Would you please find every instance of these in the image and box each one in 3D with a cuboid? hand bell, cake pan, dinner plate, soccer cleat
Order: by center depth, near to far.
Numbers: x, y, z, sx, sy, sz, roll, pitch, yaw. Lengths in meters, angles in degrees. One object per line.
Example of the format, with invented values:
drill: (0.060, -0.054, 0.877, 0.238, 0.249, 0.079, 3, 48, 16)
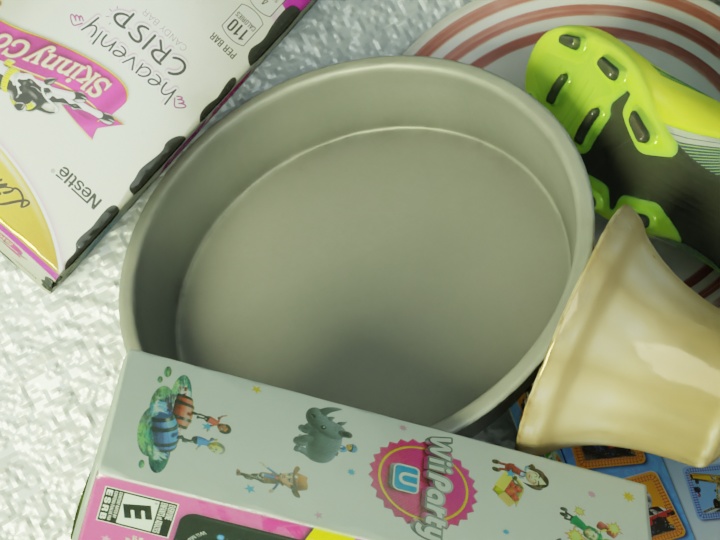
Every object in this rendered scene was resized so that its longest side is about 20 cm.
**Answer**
hand bell: (0.168, 0.061, 0.665, 0.199, 0.104, 0.104, 23, 76, 12)
cake pan: (0.000, 0.000, 0.740, 0.199, 0.037, 0.201, -10, 54, 13)
soccer cleat: (0.147, -0.039, 0.746, 0.083, 0.200, 0.065, -5, 125, -43)
dinner plate: (0.098, -0.047, 0.796, 0.199, 0.024, 0.201, -3, 57, 5)

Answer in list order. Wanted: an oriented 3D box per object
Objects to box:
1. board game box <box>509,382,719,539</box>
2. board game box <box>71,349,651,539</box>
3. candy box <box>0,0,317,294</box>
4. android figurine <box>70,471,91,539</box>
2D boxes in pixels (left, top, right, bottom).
board game box: (0.153, 0.089, 0.770, 0.150, 0.037, 0.201, -7, 59, -19)
board game box: (-0.010, 0.125, 0.672, 0.199, 0.148, 0.064, 14, 39, -8)
candy box: (-0.114, -0.110, 0.770, 0.136, 0.061, 0.200, 41, 75, -5)
android figurine: (-0.033, 0.156, 0.757, 0.199, 0.041, 0.183, 17, 77, -10)
